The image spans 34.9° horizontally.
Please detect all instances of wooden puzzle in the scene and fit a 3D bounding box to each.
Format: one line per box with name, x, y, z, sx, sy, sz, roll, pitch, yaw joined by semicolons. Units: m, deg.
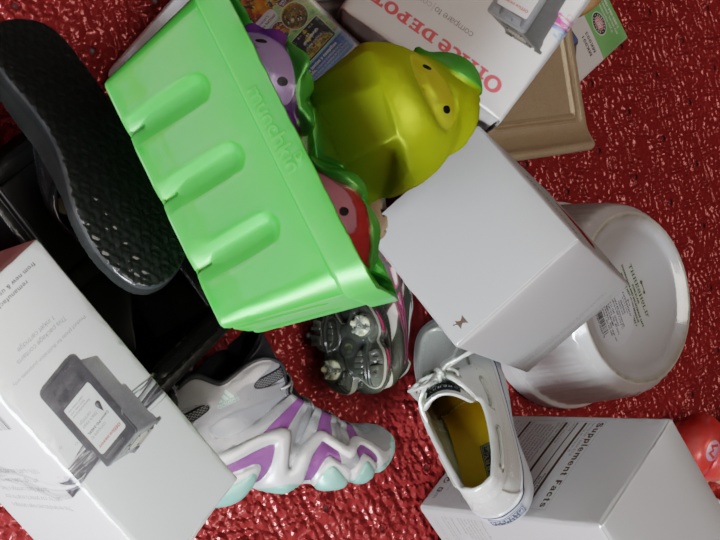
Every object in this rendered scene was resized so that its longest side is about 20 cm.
wooden puzzle;0.105;-0.186;0.949;0.185;0.037;0.200;-11;89;-35

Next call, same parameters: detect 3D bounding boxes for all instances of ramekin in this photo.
ramekin;0.219;0.030;1.073;0.200;0.105;0.201;5;82;-38

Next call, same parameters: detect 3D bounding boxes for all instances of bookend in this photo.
bookend;-0.157;-0.043;0.789;0.200;0.092;0.199;-46;112;-34

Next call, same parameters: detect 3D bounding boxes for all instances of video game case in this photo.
video game case;-0.064;-0.131;0.851;0.200;0.018;0.143;41;102;-20

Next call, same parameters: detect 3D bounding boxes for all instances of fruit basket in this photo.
fruit basket;-0.017;-0.078;0.681;0.156;0.215;0.216;33;55;-81

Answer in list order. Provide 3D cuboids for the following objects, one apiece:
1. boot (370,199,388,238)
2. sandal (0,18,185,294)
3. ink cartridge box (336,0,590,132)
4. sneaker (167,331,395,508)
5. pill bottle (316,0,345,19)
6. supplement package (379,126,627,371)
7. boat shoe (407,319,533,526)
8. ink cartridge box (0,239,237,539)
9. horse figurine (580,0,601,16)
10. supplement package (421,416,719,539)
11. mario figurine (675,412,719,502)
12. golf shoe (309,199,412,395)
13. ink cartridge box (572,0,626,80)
boot;-0.078;-0.076;0.764;0.107;0.075;0.200;-38;91;-34
sandal;-0.169;-0.066;0.700;0.075;0.048;0.201;-16;67;-43
ink cartridge box;0.097;-0.224;0.847;0.147;0.086;0.200;35;87;-2
sneaker;-0.056;0.094;0.855;0.200;0.078;0.140;-4;94;-39
pill bottle;-0.034;-0.280;0.846;0.114;0.114;0.200;-13;136;-39
supplement package;0.115;-0.009;0.909;0.121;0.120;0.200;52;12;22
boat shoe;0.073;0.103;0.913;0.086;0.075;0.202;46;22;-43
ink cartridge box;-0.193;0.091;0.710;0.200;0.145;0.083;54;54;-20
horse figurine;0.148;-0.245;0.936;0.200;0.050;0.133;-19;87;-32
supplement package;0.176;0.203;0.947;0.120;0.200;0.121;-46;113;-32
mario figurine;0.403;0.208;1.195;0.200;0.106;0.124;28;33;-41
golf shoe;0.000;0.000;0.935;0.088;0.077;0.200;1;86;-59
ink cartridge box;0.134;-0.218;1.045;0.200;0.087;0.145;-41;110;-31
